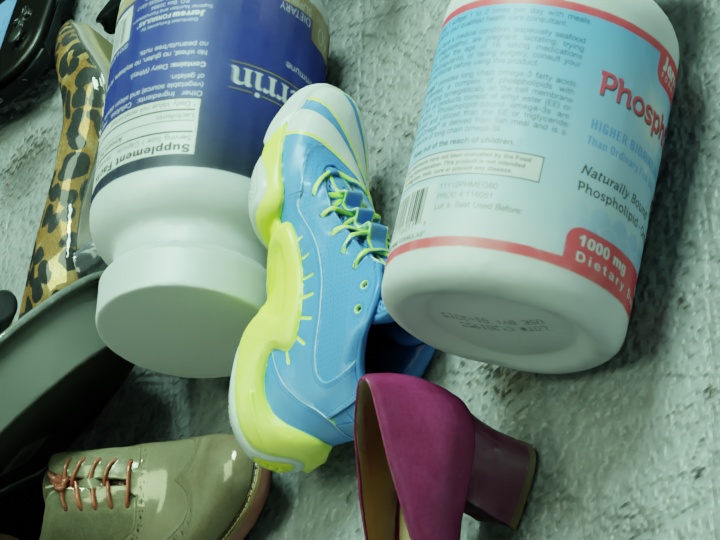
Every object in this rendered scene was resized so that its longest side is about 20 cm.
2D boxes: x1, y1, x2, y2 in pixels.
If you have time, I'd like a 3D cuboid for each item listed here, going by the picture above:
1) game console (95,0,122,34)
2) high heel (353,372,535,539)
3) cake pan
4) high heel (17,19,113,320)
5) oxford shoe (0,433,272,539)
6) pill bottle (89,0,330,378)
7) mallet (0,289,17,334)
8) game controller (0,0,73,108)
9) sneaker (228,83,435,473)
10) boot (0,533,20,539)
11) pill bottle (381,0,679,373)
[{"bbox_3d":[-0.088,-0.255,1.561,0.176,0.116,0.200,-34,16,40],"label":"game console"},{"bbox_3d":[0.007,0.147,1.223,0.067,0.096,0.201,-8,61,52],"label":"high heel"},{"bbox_3d":[-0.188,0.083,1.501,0.200,0.037,0.200,-44,-8,-8],"label":"cake pan"},{"bbox_3d":[-0.173,-0.052,1.634,0.143,0.071,0.200,-45,44,12],"label":"high heel"},{"bbox_3d":[-0.122,0.121,1.445,0.200,0.075,0.071,-26,47,44],"label":"oxford shoe"},{"bbox_3d":[-0.079,-0.054,1.471,0.116,0.115,0.201,-27,47,43],"label":"pill bottle"},{"bbox_3d":[-0.208,0.052,1.583,0.200,0.041,0.066,117,171,-54],"label":"mallet"},{"bbox_3d":[-0.253,-0.133,1.843,0.200,0.042,0.105,-28,47,42],"label":"game controller"},{"bbox_3d":[0.000,0.000,1.375,0.105,0.076,0.201,-9,67,39],"label":"sneaker"},{"bbox_3d":[-0.203,0.251,1.484,0.155,0.073,0.201,-42,48,51],"label":"boot"},{"bbox_3d":[0.081,-0.064,1.257,0.109,0.109,0.201,-13,57,51],"label":"pill bottle"}]
